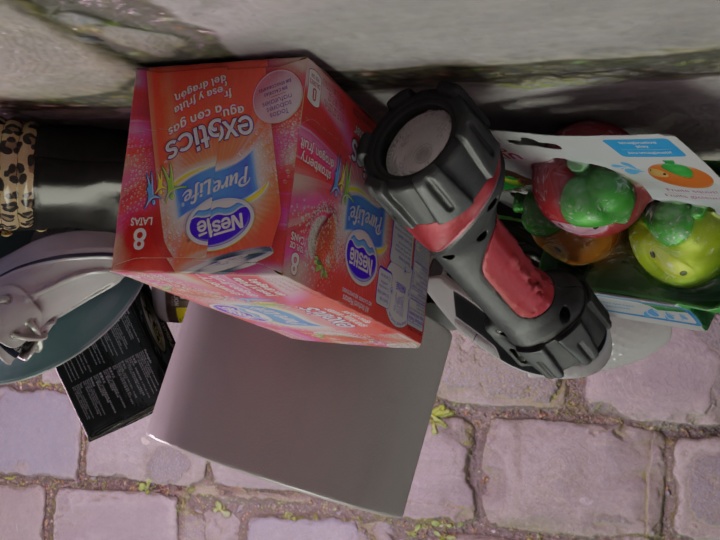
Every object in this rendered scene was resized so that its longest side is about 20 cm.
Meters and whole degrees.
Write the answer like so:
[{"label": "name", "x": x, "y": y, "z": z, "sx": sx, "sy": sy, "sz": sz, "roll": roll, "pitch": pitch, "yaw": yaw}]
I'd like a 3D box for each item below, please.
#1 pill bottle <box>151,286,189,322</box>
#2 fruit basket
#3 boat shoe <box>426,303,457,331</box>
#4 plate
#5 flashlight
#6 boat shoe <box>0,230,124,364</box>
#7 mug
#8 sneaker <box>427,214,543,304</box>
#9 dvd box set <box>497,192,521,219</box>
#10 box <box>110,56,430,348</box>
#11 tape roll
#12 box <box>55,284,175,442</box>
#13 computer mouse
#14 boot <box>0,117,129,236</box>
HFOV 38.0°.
[{"label": "pill bottle", "x": -0.097, "y": -0.002, "z": 1.007, "sx": 0.196, "sy": 0.112, "sz": 0.109, "roll": 2, "pitch": 176, "yaw": -3}, {"label": "fruit basket", "x": 0.140, "y": -0.031, "z": 0.597, "sx": 0.183, "sy": 0.096, "sz": 0.198, "roll": 9, "pitch": 173, "yaw": 45}, {"label": "boat shoe", "x": 0.000, "y": 0.000, "z": 0.826, "sx": 0.196, "sy": 0.073, "sz": 0.066, "roll": 12, "pitch": 177, "yaw": -21}, {"label": "plate", "x": -0.258, "y": 0.000, "z": 0.825, "sx": 0.196, "sy": 0.202, "sz": 0.026, "roll": 0, "pitch": 140, "yaw": 23}, {"label": "flashlight", "x": 0.076, "y": -0.013, "z": 0.552, "sx": 0.067, "sy": 0.068, "sz": 0.200, "roll": 26, "pitch": 168, "yaw": 47}, {"label": "boat shoe", "x": -0.248, "y": 0.034, "z": 0.736, "sx": 0.197, "sy": 0.066, "sz": 0.074, "roll": -22, "pitch": 156, "yaw": 1}, {"label": "mug", "x": 0.286, "y": 0.037, "z": 1.291, "sx": 0.172, "sy": 0.150, "sz": 0.201, "roll": -6, "pitch": -155, "yaw": 10}, {"label": "sneaker", "x": 0.065, "y": -0.006, "z": 0.755, "sx": 0.196, "sy": 0.078, "sz": 0.084, "roll": 1, "pitch": -154, "yaw": -19}, {"label": "dvd box set", "x": 0.029, "y": -0.047, "z": 0.884, "sx": 0.144, "sy": 0.030, "sz": 0.199, "roll": 4, "pitch": 176, "yaw": -21}, {"label": "box", "x": -0.034, "y": -0.025, "z": 0.553, "sx": 0.093, "sy": 0.105, "sz": 0.200, "roll": 1, "pitch": 169, "yaw": 22}, {"label": "tape roll", "x": -0.044, "y": 0.086, "z": 0.776, "sx": 0.199, "sy": 0.142, "sz": 0.203, "roll": 17, "pitch": 170, "yaw": 3}, {"label": "box", "x": -0.240, "y": 0.043, "z": 0.973, "sx": 0.085, "sy": 0.203, "sz": 0.164, "roll": -26, "pitch": 177, "yaw": -3}, {"label": "computer mouse", "x": 0.072, "y": 0.012, "z": 0.687, "sx": 0.199, "sy": 0.044, "sz": 0.109, "roll": 38, "pitch": -133, "yaw": 16}, {"label": "boot", "x": -0.157, "y": -0.048, "z": 0.665, "sx": 0.147, "sy": 0.075, "sz": 0.200, "roll": 3, "pitch": 174, "yaw": -13}]
